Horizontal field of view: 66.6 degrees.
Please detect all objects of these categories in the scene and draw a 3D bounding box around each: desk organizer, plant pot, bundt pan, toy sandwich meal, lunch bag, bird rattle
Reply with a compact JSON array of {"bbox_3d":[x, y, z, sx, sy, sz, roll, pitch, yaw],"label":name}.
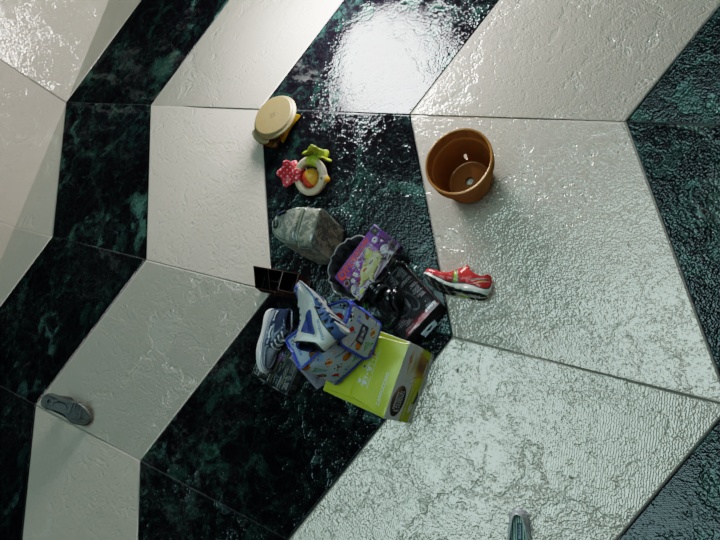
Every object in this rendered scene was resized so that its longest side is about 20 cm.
[{"bbox_3d":[-0.268,0.039,1.803,0.196,0.077,0.073,9,77,29],"label":"desk organizer"},{"bbox_3d":[0.300,-0.284,1.583,0.196,0.140,0.205,-9,68,24],"label":"plant pot"},{"bbox_3d":[0.000,0.000,1.678,0.197,0.076,0.207,-9,70,24],"label":"bundt pan"},{"bbox_3d":[-0.312,-0.551,2.038,0.201,0.070,0.210,-10,64,22],"label":"toy sandwich meal"},{"bbox_3d":[-0.055,0.172,1.362,0.200,0.170,0.125,-43,52,7],"label":"lunch bag"},{"bbox_3d":[-0.187,-0.335,1.881,0.198,0.112,0.165,-33,77,17],"label":"bird rattle"},{"bbox_3d":[-0.168,-0.111,1.732,0.164,0.200,0.143,3,73,26],"label":"lunch bag"}]

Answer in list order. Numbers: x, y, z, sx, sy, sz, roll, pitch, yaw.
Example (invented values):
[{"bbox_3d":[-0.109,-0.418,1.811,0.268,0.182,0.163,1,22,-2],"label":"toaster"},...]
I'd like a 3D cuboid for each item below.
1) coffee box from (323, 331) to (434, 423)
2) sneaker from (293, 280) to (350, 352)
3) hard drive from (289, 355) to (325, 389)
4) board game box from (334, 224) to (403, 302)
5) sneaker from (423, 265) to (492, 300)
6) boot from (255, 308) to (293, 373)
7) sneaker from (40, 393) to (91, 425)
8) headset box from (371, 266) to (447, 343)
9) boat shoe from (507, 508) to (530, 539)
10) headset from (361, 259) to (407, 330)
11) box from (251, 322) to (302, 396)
[{"bbox_3d":[0.053,0.276,1.486,0.197,0.197,0.204,17,81,30],"label":"coffee box"},{"bbox_3d":[-0.119,0.120,1.272,0.115,0.080,0.199,-46,48,2],"label":"sneaker"},{"bbox_3d":[-0.093,0.232,1.590,0.200,0.042,0.135,-43,77,-14],"label":"hard drive"},{"bbox_3d":[0.024,-0.022,1.616,0.120,0.032,0.202,38,93,36],"label":"board game box"},{"bbox_3d":[0.275,0.023,1.541,0.196,0.077,0.086,15,69,24],"label":"sneaker"},{"bbox_3d":[-0.262,0.213,1.691,0.089,0.072,0.205,-8,68,32],"label":"boot"},{"bbox_3d":[-1.094,0.525,2.078,0.195,0.114,0.078,21,76,3],"label":"sneaker"},{"bbox_3d":[0.140,0.101,1.572,0.149,0.077,0.200,-47,60,6],"label":"headset box"},{"bbox_3d":[0.364,0.664,1.269,0.072,0.067,0.205,-11,68,24],"label":"boat shoe"},{"bbox_3d":[0.077,0.069,1.545,0.122,0.093,0.205,22,100,28],"label":"headset"},{"bbox_3d":[-0.238,0.269,1.729,0.158,0.043,0.204,20,83,31],"label":"box"}]
